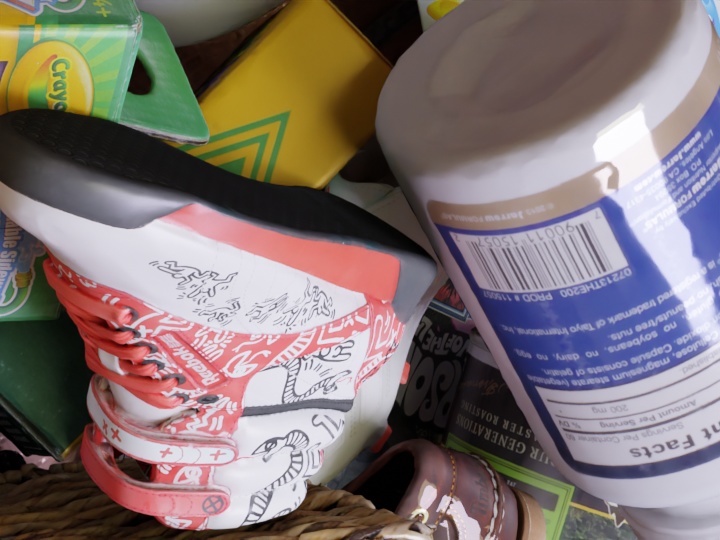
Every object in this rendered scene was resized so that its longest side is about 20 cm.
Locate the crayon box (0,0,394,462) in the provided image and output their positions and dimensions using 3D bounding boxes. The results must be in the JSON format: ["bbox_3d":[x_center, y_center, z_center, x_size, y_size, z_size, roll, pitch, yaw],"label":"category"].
[{"bbox_3d":[-0.056,-0.024,0.982,0.052,0.126,0.200,45,80,-6],"label":"crayon box"}]

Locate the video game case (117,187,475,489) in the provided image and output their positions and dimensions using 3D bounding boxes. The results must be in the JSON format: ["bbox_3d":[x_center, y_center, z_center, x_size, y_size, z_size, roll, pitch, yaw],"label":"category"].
[{"bbox_3d":[-0.010,0.065,1.124,0.200,0.036,0.181,26,87,-41],"label":"video game case"}]

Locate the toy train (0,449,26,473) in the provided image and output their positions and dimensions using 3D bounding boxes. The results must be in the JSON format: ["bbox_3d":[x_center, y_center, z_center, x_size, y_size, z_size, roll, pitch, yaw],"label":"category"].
[{"bbox_3d":[-0.183,0.089,0.991,0.200,0.034,0.046,1,106,-39],"label":"toy train"}]

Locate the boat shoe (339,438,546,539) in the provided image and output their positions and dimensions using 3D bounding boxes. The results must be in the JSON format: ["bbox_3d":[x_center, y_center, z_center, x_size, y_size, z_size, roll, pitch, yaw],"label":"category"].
[{"bbox_3d":[-0.027,0.130,1.041,0.200,0.070,0.070,-44,133,19],"label":"boat shoe"}]

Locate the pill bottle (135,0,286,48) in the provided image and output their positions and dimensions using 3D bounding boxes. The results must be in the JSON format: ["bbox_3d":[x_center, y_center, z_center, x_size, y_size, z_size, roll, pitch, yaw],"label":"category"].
[{"bbox_3d":[-0.085,-0.178,0.941,0.114,0.114,0.200,-44,126,-21],"label":"pill bottle"}]

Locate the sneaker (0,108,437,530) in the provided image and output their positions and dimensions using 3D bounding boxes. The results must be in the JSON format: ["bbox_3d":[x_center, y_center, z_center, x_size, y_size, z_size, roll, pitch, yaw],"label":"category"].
[{"bbox_3d":[-0.057,0.022,0.853,0.201,0.067,0.108,15,106,-59],"label":"sneaker"}]

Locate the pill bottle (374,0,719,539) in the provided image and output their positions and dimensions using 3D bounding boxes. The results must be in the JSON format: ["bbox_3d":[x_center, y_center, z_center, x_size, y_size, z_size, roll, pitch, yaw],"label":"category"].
[{"bbox_3d":[0.093,0.005,0.938,0.111,0.111,0.200,-44,125,-21],"label":"pill bottle"}]

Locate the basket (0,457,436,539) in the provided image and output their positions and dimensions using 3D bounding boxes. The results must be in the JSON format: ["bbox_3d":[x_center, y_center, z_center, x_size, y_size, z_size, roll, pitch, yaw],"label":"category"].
[{"bbox_3d":[-0.090,0.148,0.920,0.200,0.143,0.149,-8,106,-43],"label":"basket"}]

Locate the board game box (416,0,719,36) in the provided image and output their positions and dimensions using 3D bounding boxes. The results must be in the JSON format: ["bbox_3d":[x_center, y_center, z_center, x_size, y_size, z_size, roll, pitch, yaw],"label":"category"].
[{"bbox_3d":[0.085,-0.114,1.083,0.105,0.103,0.200,-56,139,-56],"label":"board game box"}]

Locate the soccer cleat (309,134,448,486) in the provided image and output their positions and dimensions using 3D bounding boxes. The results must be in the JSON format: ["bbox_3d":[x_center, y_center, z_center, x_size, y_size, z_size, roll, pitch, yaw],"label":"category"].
[{"bbox_3d":[0.000,0.000,1.027,0.200,0.069,0.078,-51,136,3],"label":"soccer cleat"}]

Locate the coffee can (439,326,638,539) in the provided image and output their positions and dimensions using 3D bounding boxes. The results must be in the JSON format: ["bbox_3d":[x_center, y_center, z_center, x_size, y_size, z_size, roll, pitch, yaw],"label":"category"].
[{"bbox_3d":[0.083,0.137,1.103,0.146,0.146,0.200,14,94,-41],"label":"coffee can"}]

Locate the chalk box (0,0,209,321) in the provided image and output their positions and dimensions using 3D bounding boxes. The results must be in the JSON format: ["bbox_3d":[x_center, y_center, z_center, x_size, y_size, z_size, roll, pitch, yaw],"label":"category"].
[{"bbox_3d":[-0.142,-0.067,0.868,0.200,0.125,0.124,-3,135,-25],"label":"chalk box"}]
